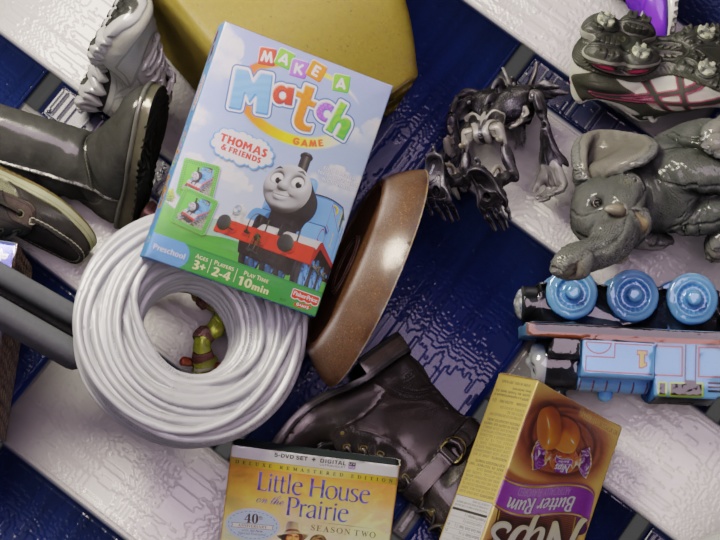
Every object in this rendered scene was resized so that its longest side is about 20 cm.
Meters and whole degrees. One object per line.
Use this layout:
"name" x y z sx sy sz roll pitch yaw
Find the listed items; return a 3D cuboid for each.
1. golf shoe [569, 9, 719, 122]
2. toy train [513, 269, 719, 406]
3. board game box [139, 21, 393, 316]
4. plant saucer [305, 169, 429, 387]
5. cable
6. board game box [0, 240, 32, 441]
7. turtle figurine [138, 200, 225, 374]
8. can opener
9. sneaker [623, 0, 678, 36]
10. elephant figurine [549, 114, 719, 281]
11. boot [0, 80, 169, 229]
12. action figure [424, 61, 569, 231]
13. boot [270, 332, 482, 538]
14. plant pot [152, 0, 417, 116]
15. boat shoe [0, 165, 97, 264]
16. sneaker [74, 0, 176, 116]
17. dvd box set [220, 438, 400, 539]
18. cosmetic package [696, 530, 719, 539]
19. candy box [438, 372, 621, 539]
"golf shoe" 0.285 -0.175 1.595 0.198 0.088 0.078 13 52 -1
"toy train" 0.233 0.059 1.558 0.198 0.087 0.115 3 83 -2
"board game box" -0.076 -0.082 1.448 0.150 0.037 0.201 19 86 -13
"plant saucer" 0.000 0.000 1.499 0.034 0.200 0.201 25 77 -8
"cable" -0.142 0.047 1.476 0.199 0.069 0.201 15 71 -15
"board game box" -0.397 0.051 1.524 0.198 0.097 0.161 8 77 -1
"turtle figurine" -0.138 0.017 1.560 0.160 0.064 0.201 27 77 4
"can opener" -0.249 0.059 1.497 0.200 0.066 0.053 35 59 -32
"sneaker" 0.234 -0.291 1.651 0.099 0.070 0.202 -11 75 3
"elephant figurine" 0.239 -0.065 1.551 0.198 0.155 0.143 -13 78 -4
"boot" -0.275 -0.122 1.542 0.199 0.182 0.073 24 42 3
"action figure" 0.120 -0.106 1.582 0.118 0.103 0.200 2 33 25
"boot" 0.026 0.169 1.532 0.200 0.069 0.174 -40 83 -10
"plant pot" -0.056 -0.207 1.556 0.194 0.196 0.201 -35 88 -10
"boat shoe" -0.321 -0.055 1.531 0.200 0.072 0.066 36 60 -28
"sneaker" -0.194 -0.181 1.539 0.081 0.200 0.075 30 70 -3
"dvd box set" -0.049 0.249 1.496 0.145 0.029 0.202 8 97 -1
"cosmetic package" 0.374 0.276 1.472 0.199 0.165 0.166 -23 80 -8
"candy box" 0.138 0.203 1.504 0.116 0.056 0.201 28 78 -36
